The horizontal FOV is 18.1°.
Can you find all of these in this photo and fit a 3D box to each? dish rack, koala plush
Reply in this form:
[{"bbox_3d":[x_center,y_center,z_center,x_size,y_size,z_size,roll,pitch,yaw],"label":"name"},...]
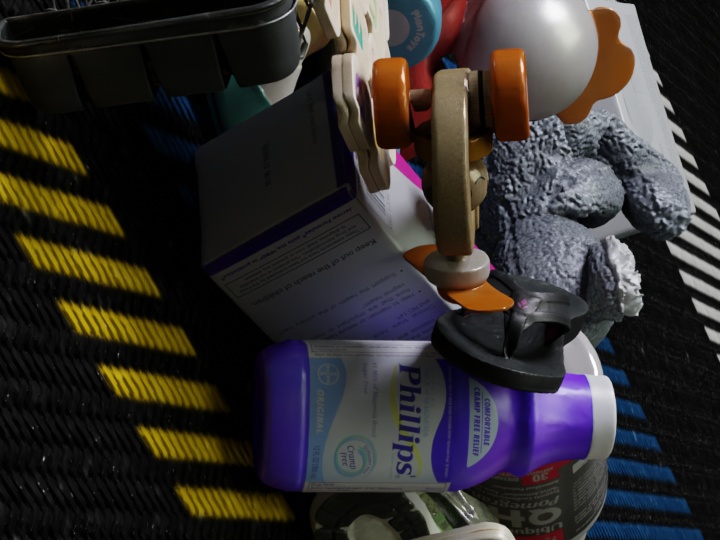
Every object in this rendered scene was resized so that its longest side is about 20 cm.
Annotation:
[{"bbox_3d":[-0.090,-0.148,1.163,0.200,0.152,0.055,-76,157,-57],"label":"dish rack"},{"bbox_3d":[0.138,-0.013,1.669,0.184,0.177,0.201,42,34,-36],"label":"koala plush"}]

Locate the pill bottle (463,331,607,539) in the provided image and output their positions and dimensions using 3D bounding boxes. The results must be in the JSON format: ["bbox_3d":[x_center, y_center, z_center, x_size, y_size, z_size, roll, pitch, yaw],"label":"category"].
[{"bbox_3d":[0.108,0.120,1.487,0.200,0.110,0.111,78,6,-57],"label":"pill bottle"}]

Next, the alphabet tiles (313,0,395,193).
[{"bbox_3d":[-0.001,-0.148,1.204,0.196,0.014,0.201,63,23,-63],"label":"alphabet tiles"}]

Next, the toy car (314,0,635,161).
[{"bbox_3d":[0.076,-0.133,1.456,0.185,0.199,0.178,-84,-169,-62],"label":"toy car"}]

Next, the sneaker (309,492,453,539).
[{"bbox_3d":[0.028,0.156,1.355,0.200,0.076,0.089,58,12,-45],"label":"sneaker"}]

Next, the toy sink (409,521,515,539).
[{"bbox_3d":[0.056,0.257,1.248,0.112,0.130,0.201,-80,148,-52],"label":"toy sink"}]

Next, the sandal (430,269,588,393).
[{"bbox_3d":[0.086,0.021,1.240,0.200,0.075,0.048,-48,155,-73],"label":"sandal"}]

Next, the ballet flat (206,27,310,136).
[{"bbox_3d":[-0.069,-0.152,1.334,0.067,0.070,0.201,-32,104,-71],"label":"ballet flat"}]

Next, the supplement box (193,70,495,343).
[{"bbox_3d":[0.000,0.000,1.307,0.200,0.103,0.102,47,24,-38],"label":"supplement box"}]

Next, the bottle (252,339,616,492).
[{"bbox_3d":[0.040,0.081,1.245,0.065,0.198,0.084,-156,-112,-79],"label":"bottle"}]

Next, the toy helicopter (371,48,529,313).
[{"bbox_3d":[0.054,-0.040,1.211,0.200,0.078,0.133,34,52,-84],"label":"toy helicopter"}]

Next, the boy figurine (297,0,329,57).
[{"bbox_3d":[-0.058,-0.214,1.433,0.125,0.064,0.201,56,23,-48],"label":"boy figurine"}]

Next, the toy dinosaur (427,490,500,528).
[{"bbox_3d":[0.067,0.163,1.406,0.200,0.047,0.088,39,-18,34],"label":"toy dinosaur"}]

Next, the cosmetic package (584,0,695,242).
[{"bbox_3d":[0.191,-0.122,1.950,0.200,0.122,0.201,-11,84,-70],"label":"cosmetic package"}]
